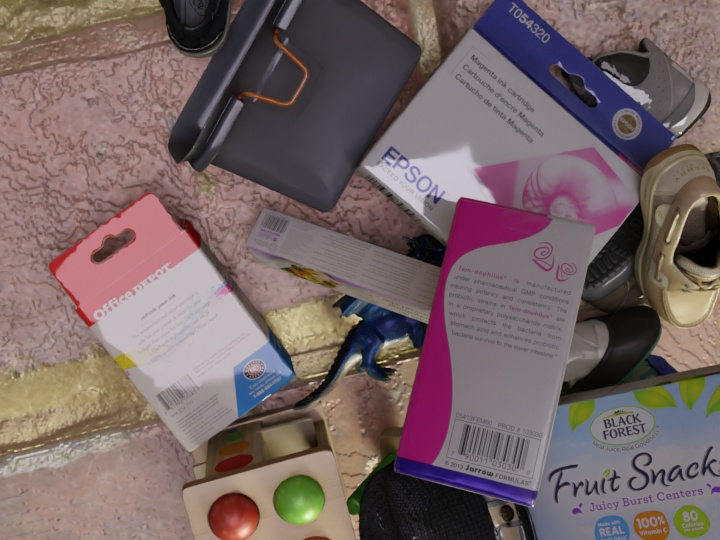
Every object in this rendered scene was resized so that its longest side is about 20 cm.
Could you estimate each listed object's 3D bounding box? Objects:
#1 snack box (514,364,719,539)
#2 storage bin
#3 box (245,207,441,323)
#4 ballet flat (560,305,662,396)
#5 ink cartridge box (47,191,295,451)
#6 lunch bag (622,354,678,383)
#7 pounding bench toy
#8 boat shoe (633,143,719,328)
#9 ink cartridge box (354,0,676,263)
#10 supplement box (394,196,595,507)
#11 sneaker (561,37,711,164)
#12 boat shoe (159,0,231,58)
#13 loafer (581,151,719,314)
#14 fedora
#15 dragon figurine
[{"bbox_3d":[0.220,0.170,0.889,0.200,0.068,0.169,-15,87,26],"label":"snack box"},{"bbox_3d":[-0.046,-0.148,0.950,0.134,0.146,0.200,27,97,-20],"label":"storage bin"},{"bbox_3d":[0.000,0.000,0.976,0.200,0.039,0.042,18,71,19],"label":"box"},{"bbox_3d":[0.171,0.093,1.022,0.068,0.068,0.200,34,113,-34],"label":"ballet flat"},{"bbox_3d":[-0.160,0.039,1.002,0.116,0.067,0.200,-35,102,1],"label":"ink cartridge box"},{"bbox_3d":[0.249,0.184,1.020,0.127,0.170,0.201,14,100,-12],"label":"lunch bag"},{"bbox_3d":[-0.038,0.195,0.999,0.199,0.156,0.125,-15,102,-3],"label":"pounding bench toy"},{"bbox_3d":[0.269,-0.011,0.955,0.072,0.065,0.200,-20,136,-4],"label":"boat shoe"},{"bbox_3d":[0.132,-0.096,0.947,0.196,0.043,0.200,39,87,-6],"label":"ink cartridge box"},{"bbox_3d":[0.099,0.061,0.850,0.101,0.103,0.201,13,81,9],"label":"supplement box"},{"bbox_3d":[0.198,-0.121,1.013,0.115,0.075,0.200,45,83,-7],"label":"sneaker"},{"bbox_3d":[-0.137,-0.275,0.934,0.074,0.066,0.200,3,90,3],"label":"boat shoe"},{"bbox_3d":[0.277,-0.031,1.040,0.200,0.075,0.070,-35,128,7],"label":"loafer"},{"bbox_3d":[0.057,0.218,0.932,0.091,0.200,0.201,-12,103,-30],"label":"fedora"},{"bbox_3d":[0.013,0.040,1.023,0.200,0.059,0.100,-27,100,-5],"label":"dragon figurine"}]
